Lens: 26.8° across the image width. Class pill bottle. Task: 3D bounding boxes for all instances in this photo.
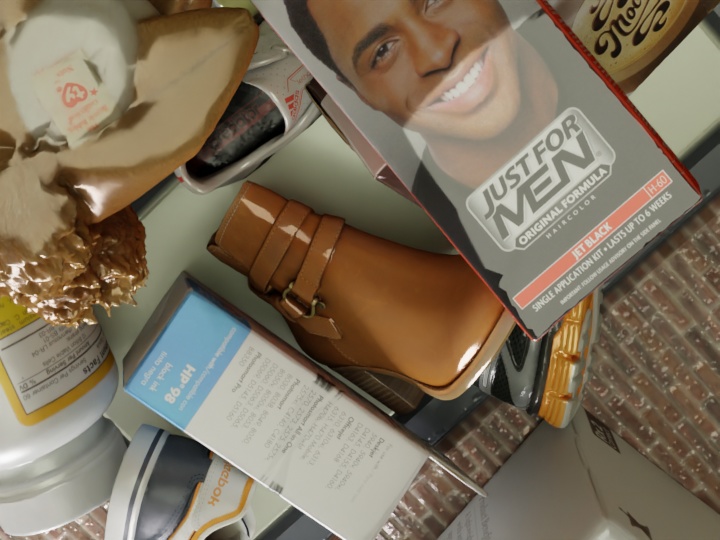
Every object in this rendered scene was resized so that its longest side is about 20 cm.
[{"bbox_3d":[-0.201,0.039,0.838,0.111,0.113,0.202,-20,106,6],"label":"pill bottle"}]

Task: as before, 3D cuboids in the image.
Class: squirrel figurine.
[{"bbox_3d":[-0.146,-0.076,0.742,0.140,0.187,0.202,18,96,-12],"label":"squirrel figurine"}]

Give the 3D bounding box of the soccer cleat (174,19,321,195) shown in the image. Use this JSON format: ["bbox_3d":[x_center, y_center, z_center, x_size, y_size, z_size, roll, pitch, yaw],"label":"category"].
[{"bbox_3d":[-0.027,-0.114,0.806,0.200,0.085,0.069,-41,103,11],"label":"soccer cleat"}]

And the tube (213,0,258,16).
[{"bbox_3d":[-0.010,-0.216,0.790,0.200,0.052,0.058,-43,120,4],"label":"tube"}]

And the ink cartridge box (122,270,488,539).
[{"bbox_3d":[-0.035,0.087,0.846,0.199,0.116,0.067,36,88,-10],"label":"ink cartridge box"}]

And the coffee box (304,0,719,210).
[{"bbox_3d":[0.084,-0.122,0.768,0.200,0.080,0.113,-46,143,12],"label":"coffee box"}]

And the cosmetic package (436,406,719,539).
[{"bbox_3d":[0.123,0.220,0.868,0.164,0.165,0.200,38,104,-12],"label":"cosmetic package"}]

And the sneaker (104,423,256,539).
[{"bbox_3d":[-0.108,0.174,0.865,0.078,0.079,0.201,18,137,1],"label":"sneaker"}]

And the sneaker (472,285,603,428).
[{"bbox_3d":[0.101,-0.015,0.846,0.076,0.078,0.203,12,99,20],"label":"sneaker"}]

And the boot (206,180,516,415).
[{"bbox_3d":[0.000,0.000,0.799,0.154,0.074,0.200,39,147,-6],"label":"boot"}]

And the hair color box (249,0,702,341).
[{"bbox_3d":[0.053,-0.080,0.680,0.101,0.061,0.200,-41,89,14],"label":"hair color box"}]
